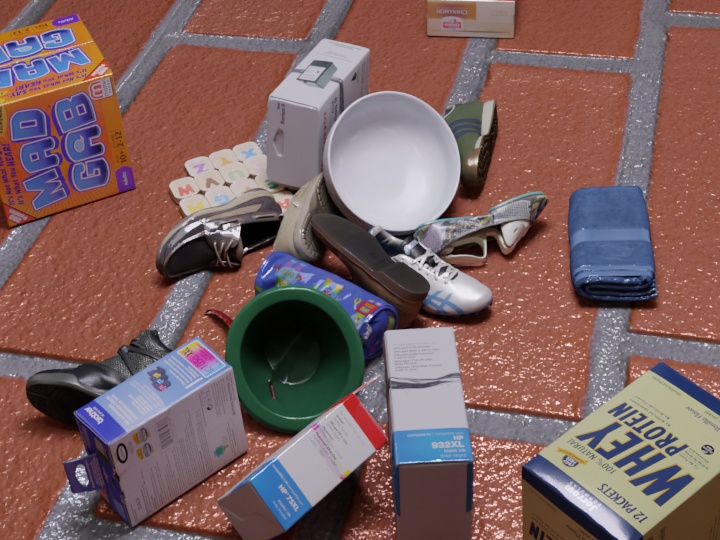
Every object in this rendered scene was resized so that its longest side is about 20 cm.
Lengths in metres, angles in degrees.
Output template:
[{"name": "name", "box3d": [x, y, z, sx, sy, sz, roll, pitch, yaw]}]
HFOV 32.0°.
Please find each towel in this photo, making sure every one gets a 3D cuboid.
[{"name": "towel", "box3d": [0.332, -0.035, 1.668, 0.110, 0.049, 0.201, 1, 41, 7]}]

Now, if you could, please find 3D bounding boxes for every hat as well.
[{"name": "hat", "box3d": [-0.088, 0.103, 1.565, 0.164, 0.176, 0.202, -24, 86, -6]}]

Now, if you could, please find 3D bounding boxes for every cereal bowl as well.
[{"name": "cereal bowl", "box3d": [0.037, -0.142, 1.755, 0.197, 0.083, 0.203, 4, 77, -16]}]

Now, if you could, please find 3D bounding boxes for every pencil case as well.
[{"name": "pencil case", "box3d": [-0.048, 0.047, 1.587, 0.199, 0.078, 0.087, 26, 66, 31]}]

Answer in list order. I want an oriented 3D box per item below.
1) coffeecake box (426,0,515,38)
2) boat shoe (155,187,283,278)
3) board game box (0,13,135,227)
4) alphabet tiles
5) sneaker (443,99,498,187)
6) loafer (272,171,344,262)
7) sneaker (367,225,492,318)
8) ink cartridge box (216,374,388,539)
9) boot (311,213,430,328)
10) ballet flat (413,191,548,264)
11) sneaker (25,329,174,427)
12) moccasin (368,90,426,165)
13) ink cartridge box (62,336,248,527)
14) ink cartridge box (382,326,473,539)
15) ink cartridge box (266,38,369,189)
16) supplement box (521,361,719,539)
[{"name": "coffeecake box", "box3d": [0.201, -0.491, 2.200, 0.151, 0.074, 0.201, 3, 41, 8]}, {"name": "boat shoe", "box3d": [-0.187, -0.045, 1.714, 0.199, 0.075, 0.073, -32, 51, -23]}, {"name": "board game box", "box3d": [-0.469, -0.225, 1.856, 0.198, 0.202, 0.200, -19, 42, -17]}, {"name": "alphabet tiles", "box3d": [-0.179, -0.129, 1.858, 0.198, 0.015, 0.196, -18, 42, -16]}, {"name": "sneaker", "box3d": [0.148, -0.188, 1.859, 0.089, 0.068, 0.201, 2, 37, 15]}, {"name": "loafer", "box3d": [-0.075, -0.072, 1.723, 0.068, 0.076, 0.201, -19, 22, 23]}, {"name": "sneaker", "box3d": [0.083, 0.002, 1.632, 0.198, 0.073, 0.072, 24, 46, 28]}, {"name": "ink cartridge box", "box3d": [-0.049, 0.206, 1.360, 0.199, 0.116, 0.068, -37, 88, -32]}, {"name": "boot", "box3d": [0.000, 0.000, 1.617, 0.073, 0.076, 0.200, -16, 48, -44]}, {"name": "ballet flat", "box3d": [0.171, -0.048, 1.698, 0.198, 0.073, 0.072, -16, 41, -12]}, {"name": "sneaker", "box3d": [-0.299, 0.130, 1.520, 0.196, 0.077, 0.115, -1, 38, 0]}, {"name": "moccasin", "box3d": [0.067, -0.212, 1.892, 0.077, 0.074, 0.202, -19, 32, -4]}, {"name": "ink cartridge box", "box3d": [-0.231, 0.187, 1.394, 0.199, 0.138, 0.076, -33, 45, -30]}, {"name": "ink cartridge box", "box3d": [0.072, 0.182, 1.362, 0.082, 0.146, 0.201, -4, 40, 0]}, {"name": "ink cartridge box", "box3d": [-0.060, -0.228, 1.847, 0.083, 0.147, 0.201, 15, 39, 16]}, {"name": "supplement box", "box3d": [0.273, 0.240, 1.229, 0.199, 0.202, 0.134, -31, 45, -26]}]
